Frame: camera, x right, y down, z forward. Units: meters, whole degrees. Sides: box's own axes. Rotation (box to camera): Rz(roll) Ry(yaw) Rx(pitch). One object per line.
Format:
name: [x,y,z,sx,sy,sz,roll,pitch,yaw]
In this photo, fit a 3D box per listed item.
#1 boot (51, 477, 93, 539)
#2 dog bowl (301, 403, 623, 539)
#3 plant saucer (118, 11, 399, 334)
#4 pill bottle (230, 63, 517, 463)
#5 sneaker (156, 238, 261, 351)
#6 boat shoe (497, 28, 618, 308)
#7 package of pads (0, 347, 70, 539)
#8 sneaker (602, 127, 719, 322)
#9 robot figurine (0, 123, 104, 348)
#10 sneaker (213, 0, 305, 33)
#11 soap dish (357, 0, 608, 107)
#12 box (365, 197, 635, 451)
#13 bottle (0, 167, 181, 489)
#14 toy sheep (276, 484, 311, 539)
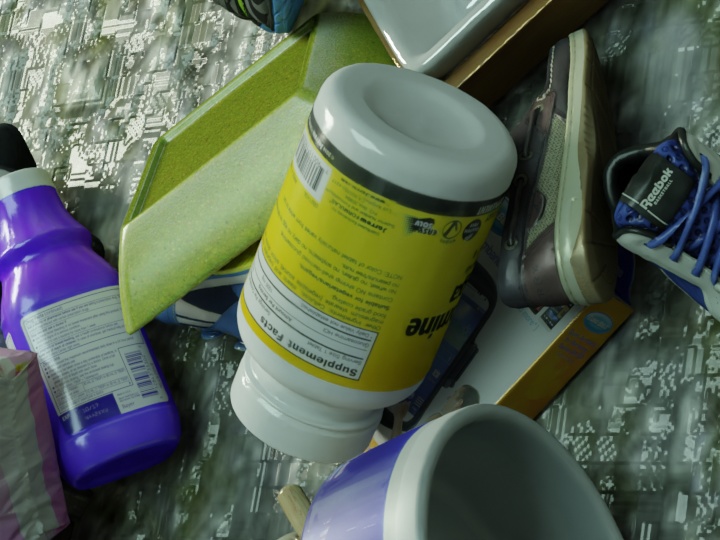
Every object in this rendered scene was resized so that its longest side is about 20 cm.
boot: [-0.267,0.197,1.499,0.199,0.069,0.175,15,81,41]
dog bowl: [0.060,0.173,1.150,0.078,0.200,0.202,-24,57,31]
plant saucer: [-0.067,-0.075,1.391,0.199,0.048,0.200,-36,18,18]
pill bottle: [0.000,0.000,1.253,0.113,0.112,0.201,51,129,41]
sneaker: [-0.072,0.013,1.414,0.074,0.082,0.200,-54,21,-20]
boat shoe: [0.104,-0.057,1.269,0.064,0.072,0.201,-11,44,16]
package of pads: [-0.275,0.102,1.429,0.199,0.076,0.122,5,110,35]
sneaker: [0.188,-0.008,1.182,0.199,0.115,0.081,37,97,43]
robot figurine: [-0.262,0.005,1.545,0.150,0.124,0.202,-15,62,41]
sneaker: [-0.070,-0.189,1.437,0.200,0.082,0.071,-176,109,-81]
soap dish: [0.066,-0.202,1.391,0.157,0.081,0.201,-42,50,18]
box: [0.065,0.035,1.317,0.200,0.041,0.119,-50,48,14]
bottle: [-0.182,0.033,1.457,0.201,0.083,0.065,65,158,16]
toy sheep: [-0.022,0.203,1.258,0.201,0.137,0.138,-56,45,26]
